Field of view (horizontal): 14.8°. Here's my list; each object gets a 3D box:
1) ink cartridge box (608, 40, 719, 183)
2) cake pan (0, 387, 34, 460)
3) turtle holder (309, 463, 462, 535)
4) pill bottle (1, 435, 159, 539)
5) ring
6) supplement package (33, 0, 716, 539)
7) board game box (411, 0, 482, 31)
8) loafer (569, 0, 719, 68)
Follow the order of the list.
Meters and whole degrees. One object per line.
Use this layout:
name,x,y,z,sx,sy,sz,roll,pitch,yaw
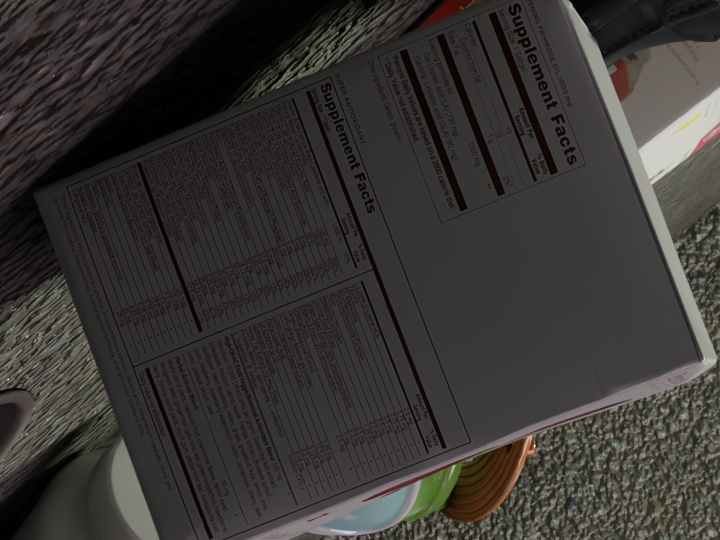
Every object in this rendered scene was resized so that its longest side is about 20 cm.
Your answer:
ink cartridge box,0.121,-0.077,1.496,0.200,0.084,0.145,-37,171,-7
cake pan,-0.213,0.099,1.066,0.200,0.037,0.200,-40,173,-6
turtle holder,-0.002,0.081,1.626,0.131,0.142,0.185,-13,169,-31
pill bottle,-0.136,0.167,1.518,0.119,0.120,0.200,-33,170,-42
ring,0.070,0.052,1.678,0.019,0.202,0.201,2,153,-22
supplement package,0.015,0.005,1.038,0.199,0.148,0.191,-22,175,8
board game box,0.094,-0.131,1.250,0.200,0.040,0.153,-44,172,22
loafer,0.147,-0.120,1.116,0.200,0.071,0.068,-36,-179,36
